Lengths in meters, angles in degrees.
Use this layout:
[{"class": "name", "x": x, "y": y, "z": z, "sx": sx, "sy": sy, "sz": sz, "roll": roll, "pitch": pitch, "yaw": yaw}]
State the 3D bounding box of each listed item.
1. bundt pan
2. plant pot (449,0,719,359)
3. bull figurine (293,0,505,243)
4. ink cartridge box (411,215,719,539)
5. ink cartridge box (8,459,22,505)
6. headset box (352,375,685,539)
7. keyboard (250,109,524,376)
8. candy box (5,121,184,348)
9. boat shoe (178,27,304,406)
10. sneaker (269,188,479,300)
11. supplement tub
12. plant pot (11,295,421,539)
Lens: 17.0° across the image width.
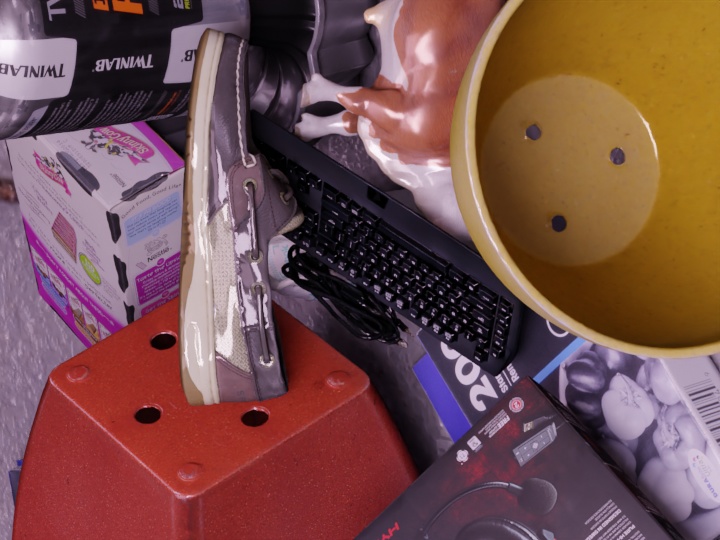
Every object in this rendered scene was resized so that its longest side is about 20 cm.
[{"class": "bundt pan", "x": -0.064, "y": -0.159, "z": 1.424, "sx": 0.201, "sy": 0.076, "sz": 0.203, "roll": 14, "pitch": 110, "yaw": 46}, {"class": "plant pot", "x": 0.124, "y": -0.056, "z": 1.177, "sx": 0.142, "sy": 0.199, "sz": 0.201, "roll": 170, "pitch": 89, "yaw": -74}, {"class": "bull figurine", "x": 0.030, "y": -0.109, "z": 1.303, "sx": 0.065, "sy": 0.121, "sz": 0.201, "roll": 136, "pitch": 141, "yaw": -83}, {"class": "ink cartridge box", "x": 0.112, "y": 0.087, "z": 1.309, "sx": 0.200, "sy": 0.043, "sz": 0.199, "roll": -48, "pitch": 65, "yaw": 43}, {"class": "ink cartridge box", "x": -0.190, "y": 0.183, "z": 1.669, "sx": 0.200, "sy": 0.039, "sz": 0.100, "roll": -6, "pitch": 95, "yaw": 49}, {"class": "headset box", "x": 0.103, "y": 0.178, "z": 1.209, "sx": 0.149, "sy": 0.075, "sz": 0.200, "roll": -43, "pitch": 65, "yaw": 5}, {"class": "keyboard", "x": 0.000, "y": 0.000, "z": 1.300, "sx": 0.200, "sy": 0.040, "sz": 0.104, "roll": 34, "pitch": 145, "yaw": 27}, {"class": "candy box", "x": -0.159, "y": -0.024, "z": 1.514, "sx": 0.136, "sy": 0.061, "sz": 0.200, "roll": 44, "pitch": 155, "yaw": 32}, {"class": "boat shoe", "x": -0.063, "y": -0.028, "z": 1.290, "sx": 0.072, "sy": 0.066, "sz": 0.202, "roll": -176, "pitch": 88, "yaw": -87}, {"class": "sneaker", "x": -0.008, "y": -0.009, "z": 1.393, "sx": 0.200, "sy": 0.080, "sz": 0.071, "roll": -5, "pitch": 93, "yaw": 44}, {"class": "supplement tub", "x": -0.170, "y": -0.138, "z": 1.340, "sx": 0.122, "sy": 0.199, "sz": 0.123, "roll": 13, "pitch": 108, "yaw": 45}, {"class": "plant pot", "x": -0.078, "y": 0.124, "z": 1.374, "sx": 0.200, "sy": 0.200, "sz": 0.177, "roll": 36, "pitch": 144, "yaw": 37}]
